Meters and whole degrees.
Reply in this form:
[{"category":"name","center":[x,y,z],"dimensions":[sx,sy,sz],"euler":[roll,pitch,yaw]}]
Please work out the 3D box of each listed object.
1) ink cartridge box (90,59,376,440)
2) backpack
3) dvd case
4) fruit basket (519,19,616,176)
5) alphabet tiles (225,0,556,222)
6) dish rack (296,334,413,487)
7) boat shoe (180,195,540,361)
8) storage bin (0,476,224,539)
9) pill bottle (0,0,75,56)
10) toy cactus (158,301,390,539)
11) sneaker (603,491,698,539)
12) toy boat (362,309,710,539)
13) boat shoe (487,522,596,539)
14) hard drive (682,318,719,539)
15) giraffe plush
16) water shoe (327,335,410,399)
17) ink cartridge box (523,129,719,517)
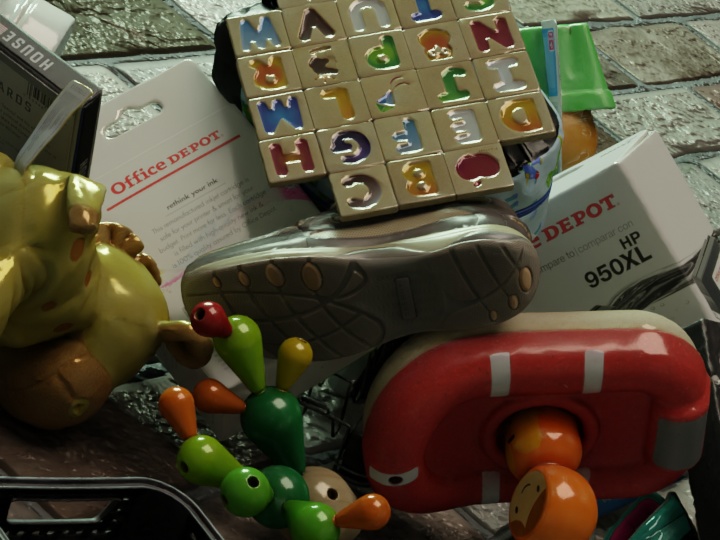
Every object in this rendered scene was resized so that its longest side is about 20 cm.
[{"category":"ink cartridge box","center":[-0.090,-0.015,1.632],"dimensions":[0.117,0.067,0.200],"euler":[-30,67,-19]},{"category":"backpack","center":[0.030,-0.084,1.660],"dimensions":[0.200,0.154,0.163],"euler":[27,37,36]},{"category":"dvd case","center":[-0.219,-0.077,1.591],"dimensions":[0.150,0.200,0.025],"euler":[37,55,14]},{"category":"fruit basket","center":[0.123,-0.072,1.932],"dimensions":[0.093,0.201,0.185],"euler":[2,4,-2]},{"category":"alphabet tiles","center":[0.016,-0.111,1.599],"dimensions":[0.166,0.006,0.200],"euler":[-10,51,-8]},{"category":"dish rack","center":[-0.038,0.022,1.684],"dimensions":[0.200,0.055,0.154],"euler":[27,60,10]},{"category":"boat shoe","center":[0.000,0.000,1.559],"dimensions":[0.199,0.075,0.073],"euler":[-4,33,2]},{"category":"storage bin","center":[-0.106,0.195,1.292],"dimensions":[0.135,0.094,0.200],"euler":[5,35,-45]},{"category":"pill bottle","center":[-0.290,-0.167,1.772],"dimensions":[0.200,0.113,0.113],"euler":[28,23,-4]},{"category":"toy cactus","center":[-0.031,0.117,1.510],"dimensions":[0.200,0.102,0.165],"euler":[64,11,18]},{"category":"sneaker","center":[0.207,0.188,1.689],"dimensions":[0.200,0.084,0.121],"euler":[-5,51,-51]},{"category":"toy boat","center":[0.101,0.104,1.570],"dimensions":[0.199,0.131,0.131],"euler":[-2,46,-2]},{"category":"boat shoe","center":[0.083,0.182,1.569],"dimensions":[0.074,0.065,0.202],"euler":[36,24,13]},{"category":"hard drive","center":[0.254,0.136,1.653],"dimensions":[0.139,0.038,0.201],"euler":[12,59,-38]},{"category":"giraffe plush","center":[-0.177,0.015,1.517],"dimensions":[0.162,0.200,0.173],"euler":[48,4,-44]},{"category":"water shoe","center":[0.060,0.060,1.780],"dimensions":[0.079,0.072,0.200],"euler":[45,29,22]},{"category":"ink cartridge box","center":[0.165,0.034,1.765],"dimensions":[0.200,0.144,0.084],"euler":[59,28,-4]}]
